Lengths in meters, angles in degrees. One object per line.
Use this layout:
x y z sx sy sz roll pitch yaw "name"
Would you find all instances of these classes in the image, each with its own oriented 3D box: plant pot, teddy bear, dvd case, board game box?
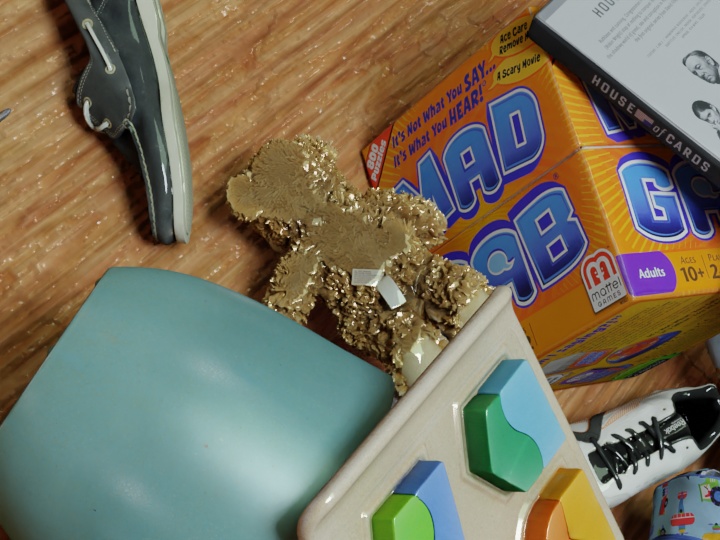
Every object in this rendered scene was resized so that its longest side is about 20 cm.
-0.103 0.094 0.781 0.160 0.201 0.202 34 51 -7 "plant pot"
0.000 0.000 0.959 0.198 0.067 0.146 25 69 6 "teddy bear"
0.222 -0.131 0.925 0.199 0.025 0.150 40 58 11 "dvd case"
0.157 -0.041 1.031 0.198 0.200 0.202 -5 70 -38 "board game box"

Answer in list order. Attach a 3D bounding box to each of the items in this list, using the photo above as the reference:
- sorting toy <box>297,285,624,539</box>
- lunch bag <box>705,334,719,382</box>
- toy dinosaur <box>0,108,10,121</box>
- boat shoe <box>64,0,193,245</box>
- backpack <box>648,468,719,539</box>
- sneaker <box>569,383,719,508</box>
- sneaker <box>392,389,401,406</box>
0.066 0.138 0.750 0.185 0.036 0.202 -45 121 -37 "sorting toy"
0.365 0.127 1.128 0.200 0.123 0.172 45 26 -43 "lunch bag"
-0.239 -0.120 0.740 0.085 0.135 0.202 -25 126 -23 "toy dinosaur"
-0.148 -0.109 0.946 0.067 0.072 0.203 -14 81 -2 "boat shoe"
0.275 0.228 0.999 0.199 0.183 0.135 32 73 3 "backpack"
0.185 0.125 1.047 0.199 0.080 0.074 -23 81 -40 "sneaker"
0.020 0.152 0.891 0.088 0.081 0.200 18 44 25 "sneaker"
